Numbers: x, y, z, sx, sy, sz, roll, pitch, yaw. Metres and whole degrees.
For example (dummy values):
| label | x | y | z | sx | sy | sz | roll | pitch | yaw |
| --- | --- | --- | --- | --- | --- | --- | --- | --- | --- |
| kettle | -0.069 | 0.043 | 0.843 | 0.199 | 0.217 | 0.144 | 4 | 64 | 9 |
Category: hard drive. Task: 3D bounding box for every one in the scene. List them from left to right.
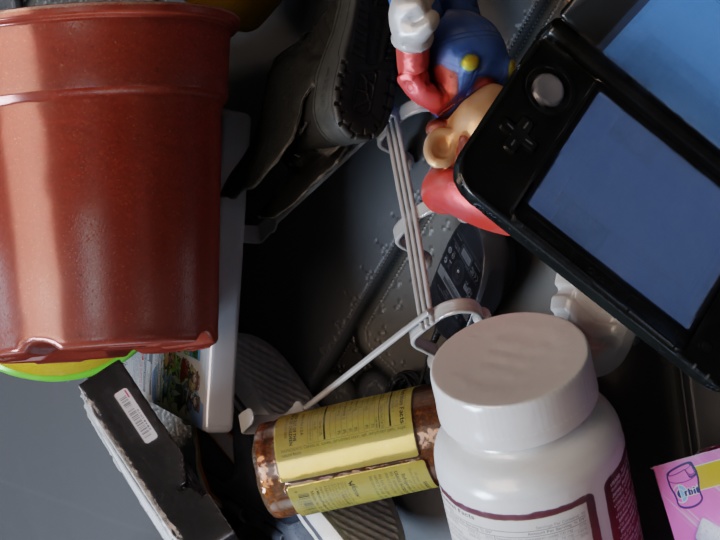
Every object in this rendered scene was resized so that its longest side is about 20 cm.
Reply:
| label | x | y | z | sx | sy | sz | roll | pitch | yaw |
| --- | --- | --- | --- | --- | --- | --- | --- | --- | --- |
| hard drive | -0.118 | 0.150 | 1.785 | 0.038 | 0.200 | 0.140 | -33 | 71 | -7 |

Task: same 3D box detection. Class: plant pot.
| label | x | y | z | sx | sy | sz | roll | pitch | yaw |
| --- | --- | --- | --- | --- | --- | --- | --- | --- | --- |
| plant pot | -0.164 | -0.046 | 1.652 | 0.201 | 0.201 | 0.196 | -7 | 85 | 40 |

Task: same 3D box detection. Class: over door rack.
| label | x | y | z | sx | sy | sz | roll | pitch | yaw |
| --- | --- | --- | --- | --- | --- | --- | --- | --- | --- |
| over door rack | 0.000 | 0.000 | 1.704 | 0.200 | 0.067 | 0.148 | -31 | 58 | 41 |

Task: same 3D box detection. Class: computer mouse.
| label | x | y | z | sx | sy | sz | roll | pitch | yaw |
| --- | --- | --- | --- | --- | --- | --- | --- | --- | --- |
| computer mouse | 0.055 | 0.048 | 1.716 | 0.200 | 0.034 | 0.059 | -67 | 34 | 34 |

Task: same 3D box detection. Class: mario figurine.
| label | x | y | z | sx | sy | sz | roll | pitch | yaw |
| --- | --- | --- | --- | --- | --- | --- | --- | --- | --- |
| mario figurine | 0.076 | -0.117 | 1.602 | 0.106 | 0.123 | 0.200 | 121 | 134 | -69 |

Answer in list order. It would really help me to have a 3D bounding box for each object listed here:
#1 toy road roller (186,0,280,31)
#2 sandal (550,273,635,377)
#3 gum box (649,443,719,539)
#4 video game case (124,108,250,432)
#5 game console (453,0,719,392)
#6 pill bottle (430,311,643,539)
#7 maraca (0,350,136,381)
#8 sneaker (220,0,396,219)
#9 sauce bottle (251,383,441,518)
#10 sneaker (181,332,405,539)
| label | x | y | z | sx | sy | sz | roll | pitch | yaw |
| --- | --- | --- | --- | --- | --- | --- | --- | --- | --- |
| toy road roller | -0.104 | -0.217 | 1.698 | 0.146 | 0.200 | 0.123 | 38 | 105 | -1 |
| sandal | 0.162 | -0.036 | 1.601 | 0.082 | 0.050 | 0.203 | 33 | 105 | 48 |
| gum box | 0.262 | 0.137 | 1.532 | 0.200 | 0.066 | 0.114 | -20 | 85 | 40 |
| video game case | -0.116 | -0.010 | 1.793 | 0.182 | 0.022 | 0.200 | -161 | 73 | -66 |
| game console | 0.182 | -0.066 | 1.485 | 0.200 | 0.176 | 0.116 | 38 | 153 | -7 |
| pill bottle | 0.102 | 0.130 | 1.591 | 0.109 | 0.110 | 0.200 | 15 | 132 | 37 |
| maraca | -0.218 | 0.005 | 1.788 | 0.200 | 0.107 | 0.137 | -4 | 91 | 12 |
| sneaker | -0.016 | -0.131 | 1.687 | 0.104 | 0.060 | 0.200 | -14 | 53 | 55 |
| sauce bottle | 0.036 | 0.102 | 1.676 | 0.200 | 0.066 | 0.066 | -11 | 90 | 12 |
| sneaker | -0.045 | 0.137 | 1.782 | 0.079 | 0.078 | 0.200 | -54 | 53 | 27 |
